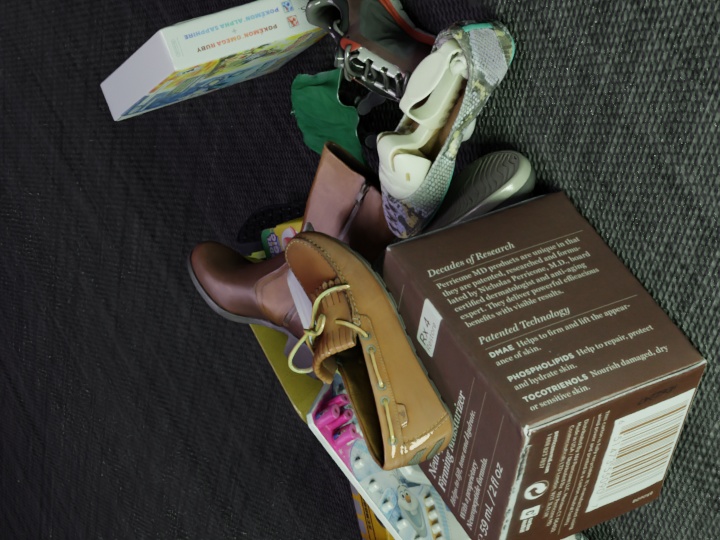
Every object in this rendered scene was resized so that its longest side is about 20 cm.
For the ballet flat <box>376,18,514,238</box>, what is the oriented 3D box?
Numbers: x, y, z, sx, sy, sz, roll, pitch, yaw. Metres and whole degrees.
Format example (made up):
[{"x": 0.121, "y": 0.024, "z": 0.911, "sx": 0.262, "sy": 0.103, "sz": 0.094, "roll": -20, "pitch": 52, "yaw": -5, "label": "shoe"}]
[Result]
[{"x": 0.049, "y": -0.113, "z": 1.486, "sx": 0.072, "sy": 0.072, "sz": 0.201, "roll": 51, "pitch": 125, "yaw": 37, "label": "ballet flat"}]

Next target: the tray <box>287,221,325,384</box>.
[{"x": -0.024, "y": 0.066, "z": 1.594, "sx": 0.107, "sy": 0.022, "sz": 0.201, "roll": -77, "pitch": -30, "yaw": -71, "label": "tray"}]

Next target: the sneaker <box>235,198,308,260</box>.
[{"x": -0.044, "y": -0.023, "z": 1.857, "sx": 0.083, "sy": 0.072, "sz": 0.200, "roll": 44, "pitch": 162, "yaw": -26, "label": "sneaker"}]

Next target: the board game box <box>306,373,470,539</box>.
[{"x": 0.051, "y": 0.144, "z": 1.562, "sx": 0.026, "sy": 0.200, "sz": 0.200, "roll": -29, "pitch": 105, "yaw": 30, "label": "board game box"}]

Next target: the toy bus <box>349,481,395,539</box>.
[{"x": 0.025, "y": 0.173, "z": 1.760, "sx": 0.078, "sy": 0.065, "sz": 0.201, "roll": 15, "pitch": 120, "yaw": 63, "label": "toy bus"}]

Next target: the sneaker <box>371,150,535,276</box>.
[{"x": 0.101, "y": -0.016, "z": 1.546, "sx": 0.106, "sy": 0.075, "sz": 0.200, "roll": 34, "pitch": 134, "yaw": -16, "label": "sneaker"}]

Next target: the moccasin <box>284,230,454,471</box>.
[{"x": -0.008, "y": 0.059, "z": 1.400, "sx": 0.202, "sy": 0.077, "sz": 0.074, "roll": 64, "pitch": 154, "yaw": 18, "label": "moccasin"}]

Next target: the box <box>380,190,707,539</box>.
[{"x": 0.126, "y": 0.080, "z": 1.426, "sx": 0.200, "sy": 0.163, "sz": 0.167, "roll": 53, "pitch": 149, "yaw": 35, "label": "box"}]

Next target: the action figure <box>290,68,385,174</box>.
[{"x": -0.024, "y": -0.143, "z": 1.716, "sx": 0.200, "sy": 0.054, "sz": 0.119, "roll": -154, "pitch": 49, "yaw": -66, "label": "action figure"}]

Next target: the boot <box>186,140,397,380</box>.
[{"x": -0.059, "y": -0.027, "z": 1.667, "sx": 0.188, "sy": 0.068, "sz": 0.201, "roll": 41, "pitch": 130, "yaw": 25, "label": "boot"}]

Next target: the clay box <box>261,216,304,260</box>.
[{"x": 0.000, "y": 0.000, "z": 1.704, "sx": 0.199, "sy": 0.047, "sz": 0.116, "roll": -7, "pitch": 101, "yaw": 46, "label": "clay box"}]

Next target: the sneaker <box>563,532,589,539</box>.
[{"x": 0.149, "y": 0.267, "z": 1.623, "sx": 0.075, "sy": 0.081, "sz": 0.200, "roll": 37, "pitch": 159, "yaw": 1, "label": "sneaker"}]

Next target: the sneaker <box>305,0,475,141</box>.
[{"x": 0.020, "y": -0.168, "z": 1.570, "sx": 0.200, "sy": 0.081, "sz": 0.077, "roll": 49, "pitch": 147, "yaw": 36, "label": "sneaker"}]

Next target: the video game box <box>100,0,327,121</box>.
[{"x": -0.127, "y": -0.202, "z": 1.739, "sx": 0.047, "sy": 0.181, "sz": 0.200, "roll": 67, "pitch": 156, "yaw": -1, "label": "video game box"}]

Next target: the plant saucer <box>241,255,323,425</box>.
[{"x": -0.052, "y": 0.083, "z": 1.858, "sx": 0.201, "sy": 0.048, "sz": 0.200, "roll": 60, "pitch": -175, "yaw": 28, "label": "plant saucer"}]
